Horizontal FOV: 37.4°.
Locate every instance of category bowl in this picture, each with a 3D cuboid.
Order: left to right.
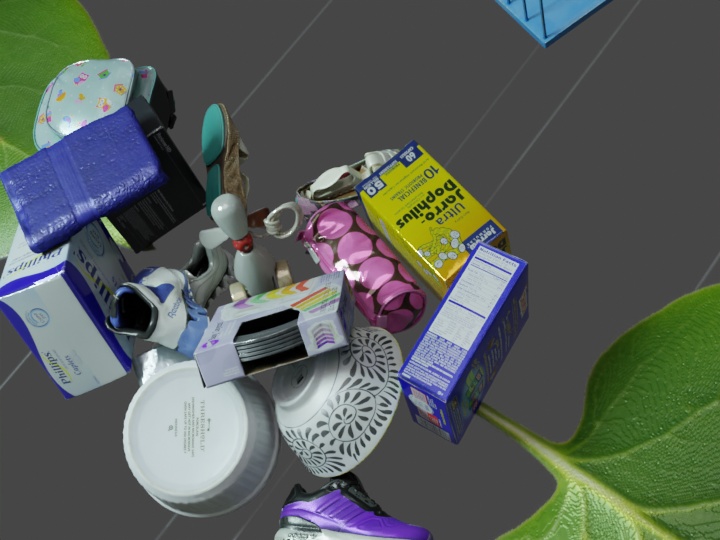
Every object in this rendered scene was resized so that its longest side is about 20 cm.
[{"bbox_3d":[-0.047,0.144,1.318,0.200,0.094,0.203,-33,41,34],"label":"bowl"}]

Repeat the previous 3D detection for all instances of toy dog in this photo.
[{"bbox_3d":[-0.154,-0.035,1.460,0.130,0.202,0.097,-7,39,-17],"label":"toy dog"}]

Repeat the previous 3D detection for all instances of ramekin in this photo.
[{"bbox_3d":[-0.205,0.205,1.333,0.199,0.094,0.206,-2,75,8],"label":"ramekin"}]

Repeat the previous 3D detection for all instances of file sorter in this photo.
[{"bbox_3d":[0.266,-0.467,1.596,0.138,0.123,0.201,-35,60,-5],"label":"file sorter"}]

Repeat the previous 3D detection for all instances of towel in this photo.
[{"bbox_3d":[-0.358,-0.116,1.382,0.198,0.050,0.149,-30,59,-5],"label":"towel"}]

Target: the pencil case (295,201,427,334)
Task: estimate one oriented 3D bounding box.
[{"bbox_3d":[0.000,0.000,1.441,0.093,0.092,0.200,-15,48,-38],"label":"pencil case"}]

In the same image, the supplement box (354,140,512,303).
[{"bbox_3d":[0.100,-0.057,1.431,0.108,0.110,0.200,-39,60,-7],"label":"supplement box"}]

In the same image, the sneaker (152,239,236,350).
[{"bbox_3d":[-0.243,0.047,1.485,0.074,0.081,0.202,15,70,20],"label":"sneaker"}]

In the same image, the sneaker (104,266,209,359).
[{"bbox_3d":[-0.279,0.040,1.387,0.199,0.114,0.081,38,106,55],"label":"sneaker"}]

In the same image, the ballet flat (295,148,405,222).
[{"bbox_3d":[-0.002,-0.131,1.519,0.198,0.071,0.070,-24,58,2],"label":"ballet flat"}]

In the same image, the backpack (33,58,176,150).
[{"bbox_3d":[-0.405,-0.229,1.638,0.197,0.153,0.178,-3,67,21],"label":"backpack"}]

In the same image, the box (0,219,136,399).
[{"bbox_3d":[-0.384,0.031,1.431,0.104,0.185,0.201,-20,35,8],"label":"box"}]

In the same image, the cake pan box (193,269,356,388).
[{"bbox_3d":[-0.101,0.069,1.304,0.182,0.200,0.053,-18,104,8],"label":"cake pan box"}]

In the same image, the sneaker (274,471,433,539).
[{"bbox_3d":[-0.006,0.295,1.296,0.197,0.070,0.101,2,61,15],"label":"sneaker"}]

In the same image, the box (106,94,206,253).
[{"bbox_3d":[-0.318,-0.135,1.531,0.140,0.201,0.079,-32,59,-4],"label":"box"}]

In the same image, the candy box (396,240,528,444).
[{"bbox_3d":[0.132,0.090,1.309,0.076,0.170,0.201,27,72,21],"label":"candy box"}]

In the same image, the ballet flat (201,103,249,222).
[{"bbox_3d":[-0.199,-0.156,1.594,0.070,0.065,0.203,-29,55,43],"label":"ballet flat"}]

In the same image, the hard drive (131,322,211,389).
[{"bbox_3d":[-0.207,0.183,1.406,0.138,0.033,0.202,-23,73,1],"label":"hard drive"}]
